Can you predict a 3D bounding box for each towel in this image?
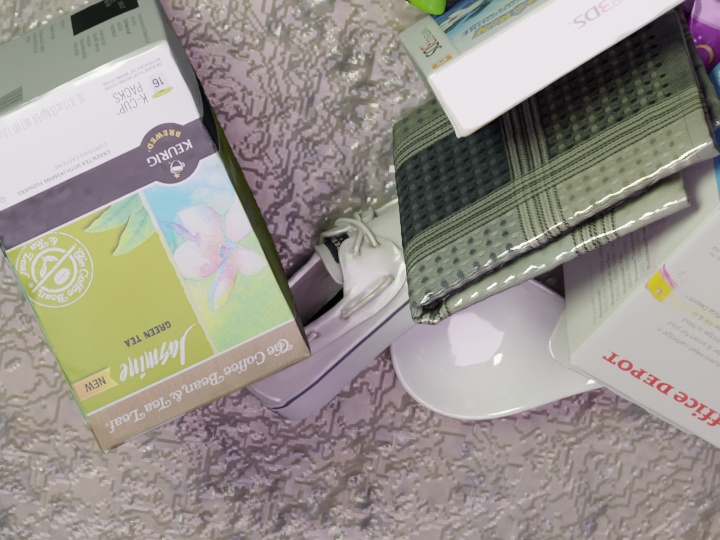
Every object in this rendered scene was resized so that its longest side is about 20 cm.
[{"bbox_3d":[0.110,-0.069,1.669,0.199,0.193,0.035,-29,122,16],"label":"towel"}]

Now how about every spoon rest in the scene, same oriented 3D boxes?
[{"bbox_3d":[0.117,0.042,1.781,0.198,0.061,0.100,0,105,-8],"label":"spoon rest"}]

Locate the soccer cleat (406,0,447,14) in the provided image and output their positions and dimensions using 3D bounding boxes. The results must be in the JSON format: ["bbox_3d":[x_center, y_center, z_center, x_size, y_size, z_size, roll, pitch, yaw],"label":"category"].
[{"bbox_3d":[0.076,-0.239,1.703,0.200,0.067,0.081,-53,146,-6],"label":"soccer cleat"}]

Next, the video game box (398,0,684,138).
[{"bbox_3d":[0.120,-0.156,1.664,0.199,0.182,0.047,-32,105,2],"label":"video game box"}]

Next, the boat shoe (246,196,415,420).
[{"bbox_3d":[0.000,0.000,1.748,0.200,0.072,0.066,-43,125,14],"label":"boat shoe"}]

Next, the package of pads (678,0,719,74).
[{"bbox_3d":[0.262,-0.099,1.752,0.199,0.076,0.121,14,103,-10],"label":"package of pads"}]

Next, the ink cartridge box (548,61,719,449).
[{"bbox_3d":[0.207,-0.006,1.681,0.128,0.126,0.200,30,124,-22],"label":"ink cartridge box"}]

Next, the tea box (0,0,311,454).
[{"bbox_3d":[-0.131,-0.035,1.658,0.133,0.200,0.198,-26,106,0],"label":"tea box"}]
